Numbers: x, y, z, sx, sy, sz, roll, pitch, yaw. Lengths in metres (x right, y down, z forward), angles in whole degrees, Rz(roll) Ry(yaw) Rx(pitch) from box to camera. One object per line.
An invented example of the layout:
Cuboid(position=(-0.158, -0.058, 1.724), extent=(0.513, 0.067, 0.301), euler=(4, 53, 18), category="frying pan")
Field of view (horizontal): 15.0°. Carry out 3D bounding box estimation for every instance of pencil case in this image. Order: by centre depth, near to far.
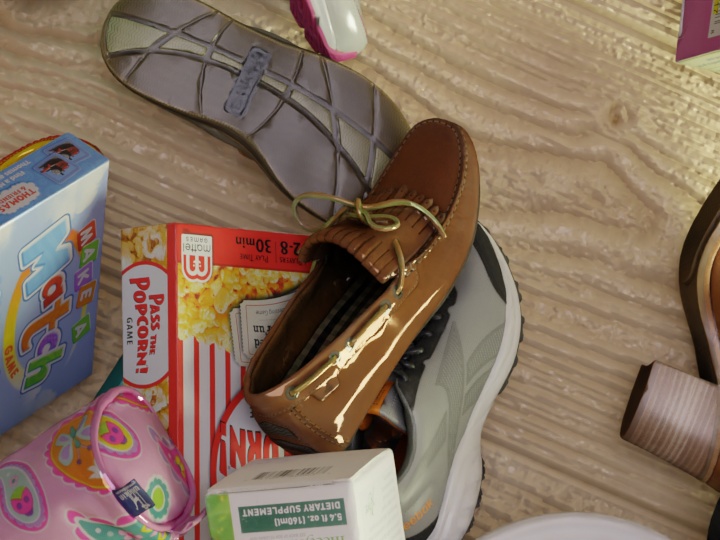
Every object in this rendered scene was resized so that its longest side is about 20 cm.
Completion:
Cuboid(position=(-0.173, 0.138, 1.377), extent=(0.199, 0.087, 0.088), euler=(-31, 89, 23), category="pencil case")

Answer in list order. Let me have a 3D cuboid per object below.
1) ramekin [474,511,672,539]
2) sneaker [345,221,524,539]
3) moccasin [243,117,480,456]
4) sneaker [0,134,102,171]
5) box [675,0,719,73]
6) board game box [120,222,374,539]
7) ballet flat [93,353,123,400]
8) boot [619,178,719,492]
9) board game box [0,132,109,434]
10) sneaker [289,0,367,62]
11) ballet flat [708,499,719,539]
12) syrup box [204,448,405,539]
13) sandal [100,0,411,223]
Cuboid(position=(0.110, 0.231, 1.476), extent=(0.201, 0.094, 0.204), euler=(1, 84, -7), category="ramekin")
Cuboid(position=(0.034, 0.056, 1.469), extent=(0.079, 0.074, 0.201), euler=(36, 57, -45), category="sneaker")
Cuboid(position=(-0.001, 0.000, 1.433), extent=(0.202, 0.073, 0.078), euler=(-55, 133, -19), category="moccasin")
Cuboid(position=(-0.222, -0.009, 1.465), extent=(0.200, 0.077, 0.073), euler=(-42, 93, -8), category="sneaker")
Cuboid(position=(0.290, -0.188, 1.514), extent=(0.199, 0.097, 0.177), euler=(10, 83, -23), category="box")
Cuboid(position=(-0.058, 0.080, 1.452), extent=(0.151, 0.046, 0.201), euler=(4, 83, -47), category="board game box")
Cuboid(position=(-0.134, 0.099, 1.473), extent=(0.068, 0.068, 0.200), euler=(45, 81, -13), category="ballet flat")
Cuboid(position=(0.248, 0.035, 1.520), extent=(0.154, 0.077, 0.201), euler=(20, 85, -3), category="boot")
Cuboid(position=(-0.211, 0.036, 1.387), extent=(0.036, 0.152, 0.200), euler=(31, 44, 24), category="board game box")
Cuboid(position=(-0.005, -0.216, 1.510), extent=(0.088, 0.081, 0.201), euler=(-3, 86, -6), category="sneaker")
Cuboid(position=(0.223, 0.132, 1.463), extent=(0.068, 0.068, 0.201), euler=(3, 117, 2), category="ballet flat")
Cuboid(position=(-0.017, 0.197, 1.373), extent=(0.078, 0.081, 0.201), euler=(-6, 97, 16), category="syrup box")
Cuboid(position=(-0.052, -0.089, 1.505), extent=(0.199, 0.054, 0.081), euler=(30, 83, -3), category="sandal")
